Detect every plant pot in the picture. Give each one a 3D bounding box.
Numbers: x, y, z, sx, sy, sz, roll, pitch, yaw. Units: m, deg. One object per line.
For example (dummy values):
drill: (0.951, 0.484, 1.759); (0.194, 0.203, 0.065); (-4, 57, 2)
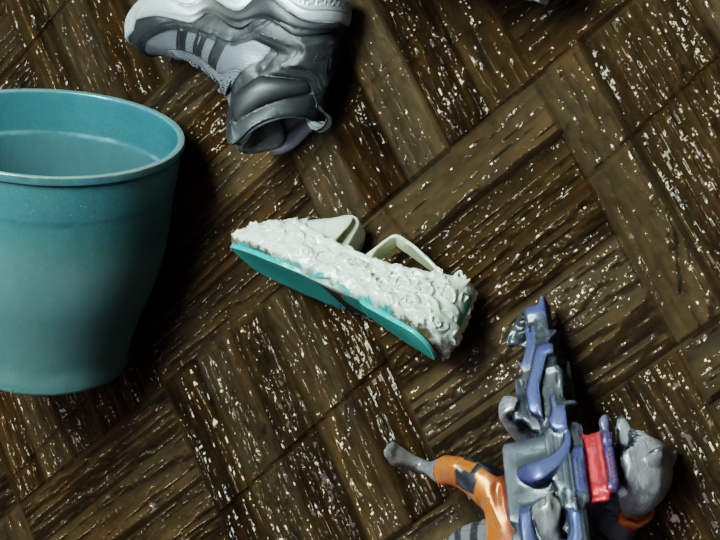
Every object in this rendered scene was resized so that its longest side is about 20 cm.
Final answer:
plant pot: (-0.235, -0.017, 1.279); (0.199, 0.199, 0.189); (23, 118, 36)

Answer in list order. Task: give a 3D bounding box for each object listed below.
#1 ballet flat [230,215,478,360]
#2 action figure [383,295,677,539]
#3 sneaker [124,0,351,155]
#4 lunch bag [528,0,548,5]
ballet flat: (0.000, 0.000, 1.171); (0.199, 0.072, 0.072); (26, 105, 34)
action figure: (0.110, 0.127, 1.075); (0.192, 0.105, 0.201); (-16, 52, 30)
sneaker: (-0.096, -0.142, 1.232); (0.199, 0.075, 0.115); (2, 88, 36)
lunch bag: (0.049, -0.269, 1.092); (0.199, 0.127, 0.171); (18, 102, 30)
